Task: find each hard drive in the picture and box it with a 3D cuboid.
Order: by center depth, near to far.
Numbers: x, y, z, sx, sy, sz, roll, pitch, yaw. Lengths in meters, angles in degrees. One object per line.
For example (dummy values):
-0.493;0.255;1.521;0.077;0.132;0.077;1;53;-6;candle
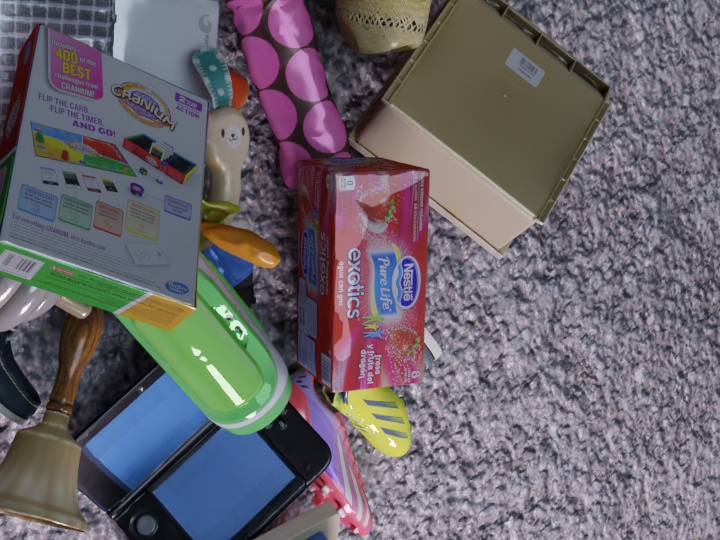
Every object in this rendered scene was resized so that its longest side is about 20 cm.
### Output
-0.225;-0.188;0.990;0.199;0.027;0.133;1;97;-33;hard drive

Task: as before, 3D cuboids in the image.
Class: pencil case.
-0.065;-0.178;1.062;0.090;0.094;0.202;-10;109;15;pencil case

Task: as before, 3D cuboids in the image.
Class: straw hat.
0.020;-0.248;1.047;0.200;0.201;0.086;-7;115;-31;straw hat

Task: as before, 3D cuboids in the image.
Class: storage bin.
0.126;-0.159;1.121;0.199;0.094;0.199;36;64;-6;storage bin

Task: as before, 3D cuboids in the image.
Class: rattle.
-0.106;-0.106;0.959;0.130;0.142;0.201;47;57;-29;rattle

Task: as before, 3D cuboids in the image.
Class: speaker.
-0.138;0.049;0.930;0.089;0.088;0.200;-47;126;-18;speaker

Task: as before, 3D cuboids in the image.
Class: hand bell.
-0.254;0.109;0.935;0.104;0.104;0.202;24;68;-33;hand bell

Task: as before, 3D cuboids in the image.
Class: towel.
-0.292;-0.168;0.887;0.198;0.085;0.167;-1;99;-21;towel

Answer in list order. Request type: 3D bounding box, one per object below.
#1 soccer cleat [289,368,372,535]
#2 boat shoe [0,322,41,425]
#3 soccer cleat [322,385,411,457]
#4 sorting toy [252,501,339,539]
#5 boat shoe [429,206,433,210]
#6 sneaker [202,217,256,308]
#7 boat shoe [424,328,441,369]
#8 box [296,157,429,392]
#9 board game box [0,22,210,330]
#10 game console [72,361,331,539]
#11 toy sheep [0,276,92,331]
-0.030;0.193;1.154;0.076;0.066;0.201;-43;115;-25;soccer cleat
-0.325;0.040;0.937;0.062;0.075;0.201;-34;106;-11;boat shoe
-0.008;0.126;1.139;0.201;0.064;0.084;64;38;-27;soccer cleat
-0.098;0.350;1.076;0.199;0.070;0.200;-23;139;-28;sorting toy
0.049;-0.091;1.156;0.199;0.068;0.072;-35;114;-23;boat shoe
-0.184;0.019;1.018;0.199;0.076;0.112;-10;94;-38;sneaker
0.008;0.043;1.148;0.062;0.073;0.200;-46;119;-9;boat shoe
0.000;0.000;1.017;0.095;0.100;0.202;-4;102;-23;box
-0.190;-0.070;0.824;0.152;0.040;0.201;22;50;-30;board game box
-0.147;0.175;1.022;0.200;0.118;0.171;-42;82;-11;game console
-0.287;-0.020;0.850;0.200;0.138;0.138;39;76;-27;toy sheep
